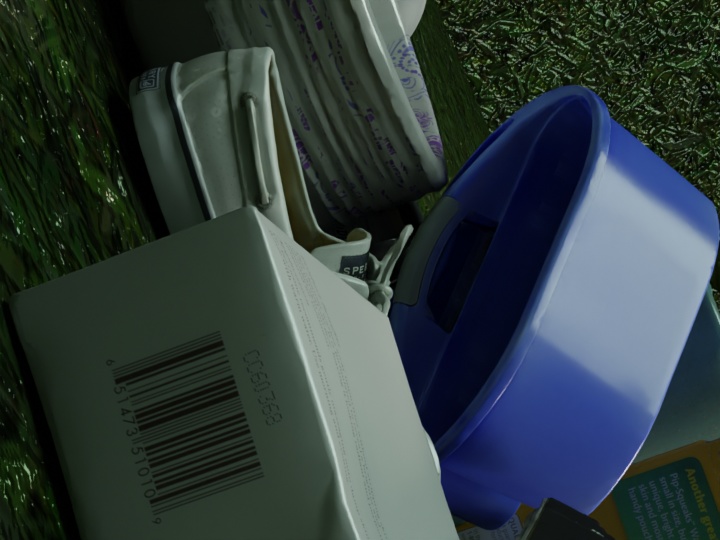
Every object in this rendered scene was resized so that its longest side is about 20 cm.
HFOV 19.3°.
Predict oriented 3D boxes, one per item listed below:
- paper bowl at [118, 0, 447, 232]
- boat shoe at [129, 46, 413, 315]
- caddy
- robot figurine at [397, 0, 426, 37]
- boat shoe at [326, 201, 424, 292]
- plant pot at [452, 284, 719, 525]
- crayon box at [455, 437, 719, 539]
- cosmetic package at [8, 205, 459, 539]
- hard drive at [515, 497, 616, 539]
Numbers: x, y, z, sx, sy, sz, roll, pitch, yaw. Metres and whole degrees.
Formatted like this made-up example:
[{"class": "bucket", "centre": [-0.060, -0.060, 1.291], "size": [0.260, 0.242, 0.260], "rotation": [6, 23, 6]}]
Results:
[{"class": "paper bowl", "centre": [-0.040, -0.113, 0.938], "size": [0.201, 0.104, 0.201], "rotation": [-21, 90, -83]}, {"class": "boat shoe", "centre": [-0.018, 0.005, 0.843], "size": [0.075, 0.086, 0.202], "rotation": [-73, 145, -76]}, {"class": "caddy", "centre": [0.063, 0.016, 0.908], "size": [0.105, 0.200, 0.141], "rotation": [32, -23, -19]}, {"class": "robot figurine", "centre": [-0.034, -0.184, 1.131], "size": [0.170, 0.113, 0.200], "rotation": [-79, 148, -73]}, {"class": "boat shoe", "centre": [0.002, -0.001, 1.010], "size": [0.066, 0.074, 0.200], "rotation": [76, 4, -54]}, {"class": "plant pot", "centre": [0.097, 0.072, 1.086], "size": [0.200, 0.196, 0.201], "rotation": [-21, 90, -83]}, {"class": "crayon box", "centre": [0.113, 0.158, 0.952], "size": [0.052, 0.200, 0.126], "rotation": [33, 38, -78]}, {"class": "cosmetic package", "centre": [-0.028, 0.060, 0.670], "size": [0.200, 0.081, 0.113], "rotation": [48, 23, -73]}, {"class": "hard drive", "centre": [0.043, 0.156, 0.753], "size": [0.038, 0.140, 0.200], "rotation": [28, 5, 8]}]
